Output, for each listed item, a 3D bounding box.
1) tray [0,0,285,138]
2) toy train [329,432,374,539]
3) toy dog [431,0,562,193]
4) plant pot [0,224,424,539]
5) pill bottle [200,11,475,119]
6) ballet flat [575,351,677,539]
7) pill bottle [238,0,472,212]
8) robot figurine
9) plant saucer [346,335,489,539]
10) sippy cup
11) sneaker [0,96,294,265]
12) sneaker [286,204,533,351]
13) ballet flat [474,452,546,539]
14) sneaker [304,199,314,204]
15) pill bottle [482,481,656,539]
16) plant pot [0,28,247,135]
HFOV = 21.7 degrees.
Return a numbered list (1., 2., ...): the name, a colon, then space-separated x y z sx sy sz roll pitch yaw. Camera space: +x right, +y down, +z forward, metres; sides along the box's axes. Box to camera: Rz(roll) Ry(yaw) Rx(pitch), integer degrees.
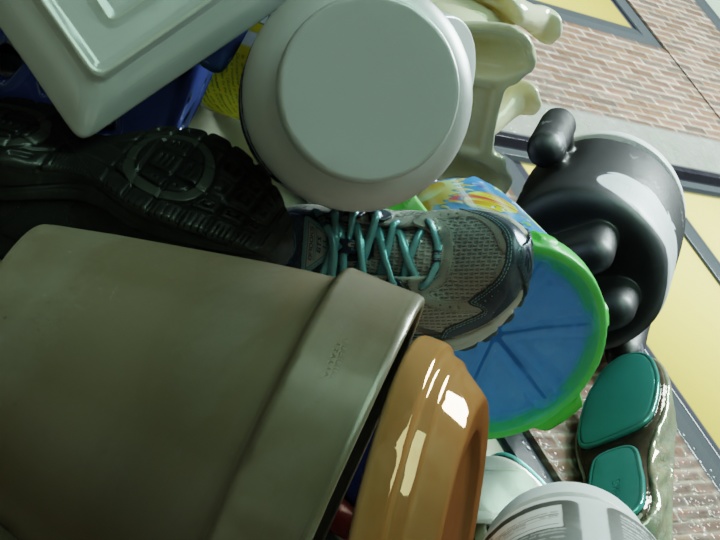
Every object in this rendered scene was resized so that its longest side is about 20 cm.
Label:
1. tray: -0.086 -0.163 0.916 0.199 0.022 0.108 -37 92 -17
2. toy train: -0.024 0.056 1.026 0.200 0.085 0.116 43 11 19
3. toy dog: 0.051 -0.158 1.381 0.191 0.141 0.201 4 31 8
4. plant pot: -0.088 0.068 0.823 0.172 0.201 0.200 25 28 3
5. pill bottle: -0.033 -0.138 1.154 0.199 0.114 0.112 21 16 32
6. ballet flat: 0.171 0.129 1.192 0.063 0.067 0.201 61 25 -23
7. pill bottle: -0.004 -0.085 0.916 0.111 0.111 0.200 38 0 -6
8. robot figurine: 0.161 -0.021 1.310 0.124 0.152 0.200 20 28 7
9. plant saucer: 0.025 0.132 0.847 0.037 0.202 0.200 10 26 11
10. sippy cup: 0.069 0.011 1.149 0.138 0.180 0.131 -6 31 -10
11. sneaker: -0.121 -0.024 0.921 0.198 0.092 0.076 16 36 24
12. sneaker: 0.000 0.000 1.021 0.086 0.198 0.079 22 70 -51
13. ballet flat: 0.129 0.185 1.051 0.199 0.070 0.069 39 28 3
14. sneaker: -0.029 -0.097 1.236 0.081 0.075 0.201 -13 59 -47
15. pill bottle: 0.104 0.178 0.918 0.114 0.114 0.200 40 11 -2
16. plant pot: -0.160 -0.147 1.019 0.199 0.180 0.201 37 28 -10
